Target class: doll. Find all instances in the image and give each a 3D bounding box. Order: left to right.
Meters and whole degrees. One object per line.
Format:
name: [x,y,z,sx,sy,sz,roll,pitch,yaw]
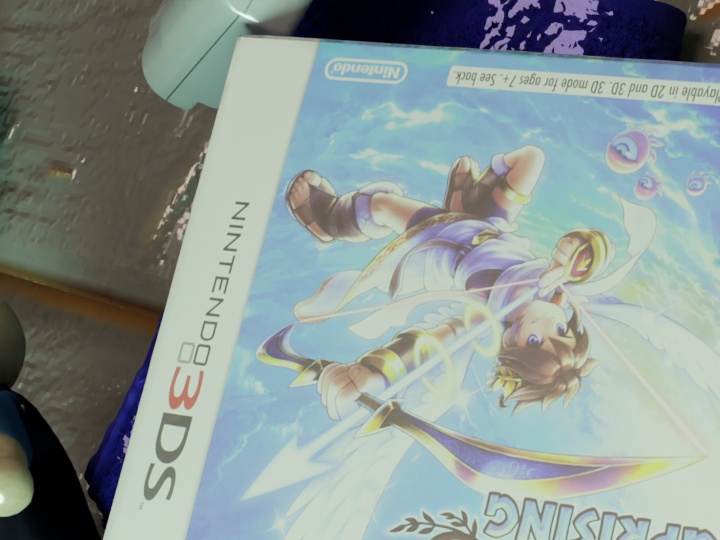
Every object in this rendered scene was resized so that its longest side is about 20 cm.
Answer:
doll: [-0.096,0.090,0.701,0.048,0.137,0.201,-16,62,-4]

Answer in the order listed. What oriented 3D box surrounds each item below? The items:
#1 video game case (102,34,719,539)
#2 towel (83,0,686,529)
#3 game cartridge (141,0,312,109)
video game case: [0.036,0.036,0.609,0.199,0.045,0.182,6,77,32]
towel: [0.000,0.000,0.701,0.147,0.049,0.201,13,78,49]
game cartridge: [-0.002,-0.149,0.734,0.201,0.041,0.133,-63,5,-15]
